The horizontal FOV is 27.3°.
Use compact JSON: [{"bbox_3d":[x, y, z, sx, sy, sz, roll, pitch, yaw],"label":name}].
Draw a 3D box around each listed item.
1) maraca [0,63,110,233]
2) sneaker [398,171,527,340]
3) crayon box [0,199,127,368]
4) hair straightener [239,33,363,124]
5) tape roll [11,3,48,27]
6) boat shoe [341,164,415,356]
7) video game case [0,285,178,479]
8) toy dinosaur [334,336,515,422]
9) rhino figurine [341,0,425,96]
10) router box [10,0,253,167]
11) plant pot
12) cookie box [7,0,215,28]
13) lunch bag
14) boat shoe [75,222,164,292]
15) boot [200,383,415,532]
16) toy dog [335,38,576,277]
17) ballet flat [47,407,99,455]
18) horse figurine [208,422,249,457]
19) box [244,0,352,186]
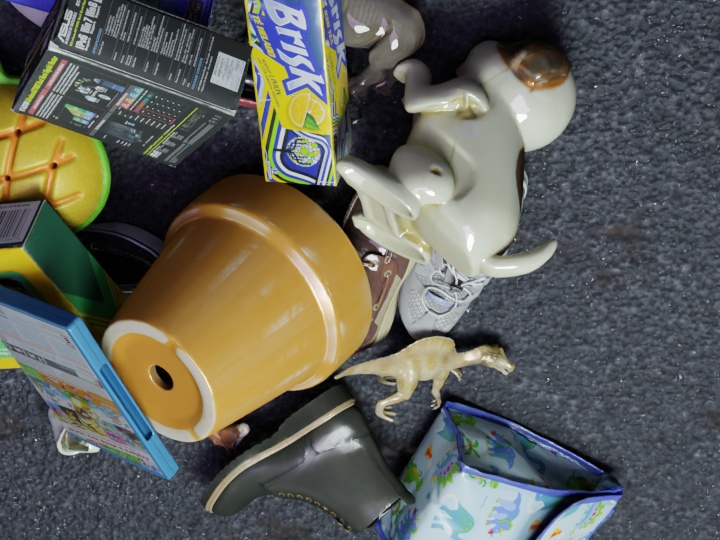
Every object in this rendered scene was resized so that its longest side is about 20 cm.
[{"bbox_3d":[-0.309,-0.113,1.305,0.200,0.107,0.137,44,109,-10],"label":"maraca"},{"bbox_3d":[0.085,-0.008,1.345,0.075,0.082,0.200,20,123,-7],"label":"sneaker"},{"bbox_3d":[-0.323,0.018,1.334,0.199,0.058,0.173,-3,142,28],"label":"crayon box"},{"bbox_3d":[-0.090,-0.172,1.283,0.199,0.041,0.077,19,121,0],"label":"hair straightener"},{"bbox_3d":[-0.219,-0.285,1.231,0.202,0.037,0.203,2,122,3],"label":"tape roll"},{"bbox_3d":[0.000,0.000,1.354,0.072,0.072,0.200,32,129,22],"label":"boat shoe"},{"bbox_3d":[-0.247,0.094,1.281,0.143,0.018,0.200,16,145,38],"label":"video game case"},{"bbox_3d":[0.044,0.093,1.408,0.199,0.058,0.101,-3,145,-27],"label":"toy dinosaur"},{"bbox_3d":[-0.035,-0.226,1.238,0.200,0.060,0.087,32,123,-13],"label":"rhino figurine"},{"bbox_3d":[-0.188,-0.153,1.189,0.149,0.062,0.200,18,166,-18],"label":"router box"},{"bbox_3d":[-0.121,0.046,1.296,0.200,0.183,0.201,22,132,26],"label":"plant pot"},{"bbox_3d":[-0.200,-0.284,1.163,0.199,0.075,0.172,16,123,-6],"label":"cookie box"},{"bbox_3d":[0.139,0.249,1.484,0.199,0.128,0.170,19,120,-22],"label":"lunch bag"},{"bbox_3d":[-0.274,-0.009,1.386,0.199,0.068,0.072,13,122,-3],"label":"boat shoe"},{"bbox_3d":[-0.056,0.224,1.471,0.200,0.077,0.139,-40,79,26],"label":"boot"},{"bbox_3d":[0.100,-0.108,1.232,0.194,0.200,0.140,26,163,28],"label":"toy dog"},{"bbox_3d":[-0.251,0.139,1.427,0.069,0.070,0.200,34,151,-15],"label":"ballet flat"},{"bbox_3d":[-0.183,0.098,1.450,0.199,0.050,0.133,22,133,-15],"label":"horse figurine"},{"bbox_3d":[-0.049,-0.171,1.200,0.064,0.070,0.200,3,126,12],"label":"box"}]
